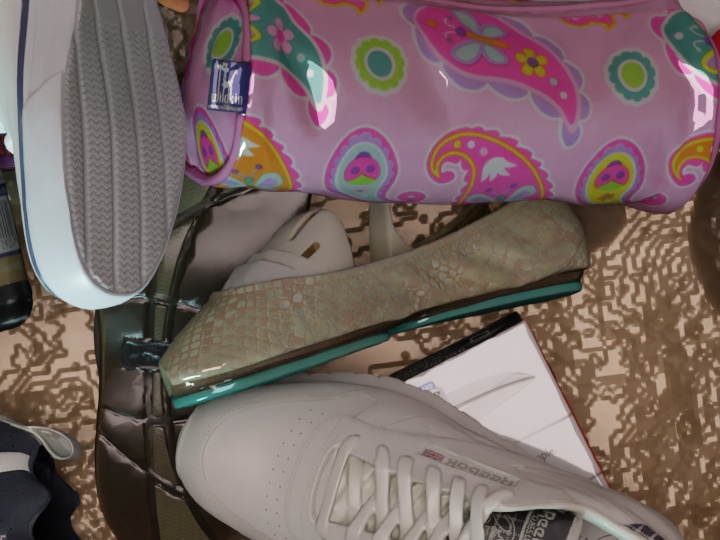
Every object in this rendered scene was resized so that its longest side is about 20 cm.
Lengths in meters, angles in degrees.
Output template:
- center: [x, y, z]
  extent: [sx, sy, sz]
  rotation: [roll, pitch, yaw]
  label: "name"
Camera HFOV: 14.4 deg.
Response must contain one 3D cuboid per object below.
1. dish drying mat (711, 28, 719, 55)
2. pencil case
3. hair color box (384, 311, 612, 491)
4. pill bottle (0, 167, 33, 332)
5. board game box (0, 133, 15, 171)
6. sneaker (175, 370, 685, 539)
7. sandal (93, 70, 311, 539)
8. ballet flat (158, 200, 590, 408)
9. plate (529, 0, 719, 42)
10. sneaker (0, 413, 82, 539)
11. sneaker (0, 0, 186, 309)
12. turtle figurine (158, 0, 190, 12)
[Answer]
- center: [0.185, -0.016, 1.033]
  extent: [0.077, 0.018, 0.200]
  rotation: [-31, 62, 27]
  label: "dish drying mat"
- center: [0.031, -0.066, 1.038]
  extent: [0.199, 0.087, 0.088]
  rotation: [3, 91, -19]
  label: "pencil case"
- center: [0.059, 0.129, 1.098]
  extent: [0.111, 0.064, 0.200]
  rotation: [-26, 92, 2]
  label: "hair color box"
- center: [-0.195, -0.065, 1.044]
  extent: [0.112, 0.112, 0.201]
  rotation: [-13, 92, 0]
  label: "pill bottle"
- center: [-0.208, -0.093, 1.111]
  extent: [0.199, 0.032, 0.120]
  rotation: [-4, 88, 0]
  label: "board game box"
- center: [0.029, 0.087, 1.027]
  extent: [0.200, 0.081, 0.077]
  rotation: [16, 93, 2]
  label: "sneaker"
- center: [-0.062, 0.013, 1.104]
  extent: [0.081, 0.055, 0.201]
  rotation: [5, 105, 3]
  label: "sandal"
- center: [0.000, 0.000, 1.063]
  extent: [0.200, 0.067, 0.063]
  rotation: [-15, 90, -38]
  label: "ballet flat"
- center: [0.150, -0.179, 1.094]
  extent: [0.199, 0.032, 0.200]
  rotation: [20, 90, -8]
  label: "plate"
- center: [-0.154, 0.144, 1.089]
  extent: [0.129, 0.079, 0.200]
  rotation: [6, 81, 8]
  label: "sneaker"
- center: [-0.111, -0.076, 1.006]
  extent: [0.071, 0.073, 0.200]
  rotation: [-20, 64, 32]
  label: "sneaker"
- center: [-0.056, -0.165, 1.079]
  extent: [0.161, 0.064, 0.201]
  rotation: [-1, 97, 1]
  label: "turtle figurine"
